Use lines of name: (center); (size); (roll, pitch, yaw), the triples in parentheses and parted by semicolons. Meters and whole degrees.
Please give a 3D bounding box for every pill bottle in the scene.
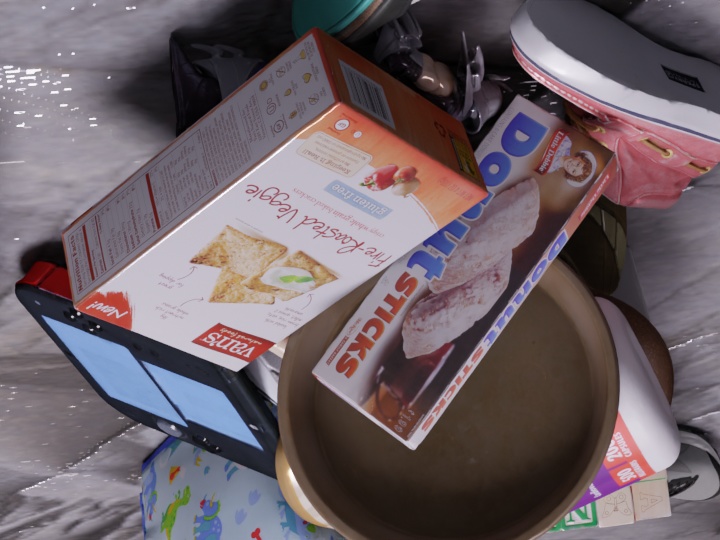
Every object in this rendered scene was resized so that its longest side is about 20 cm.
pill bottle: (0.087, 0.105, 0.948); (0.199, 0.113, 0.112); (-28, 142, 12)

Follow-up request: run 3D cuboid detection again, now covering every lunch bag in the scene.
lunch bag: (-0.087, 0.194, 1.192); (0.199, 0.171, 0.127); (-26, 140, 23)

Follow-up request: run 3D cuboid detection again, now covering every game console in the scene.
game console: (-0.133, 0.074, 1.047); (0.176, 0.031, 0.200); (23, 158, 28)

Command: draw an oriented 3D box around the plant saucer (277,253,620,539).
plant saucer: (0.050, 0.070, 0.886); (0.199, 0.201, 0.029); (-16, 160, 10)

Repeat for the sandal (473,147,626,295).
sandal: (0.113, -0.037, 0.991); (0.054, 0.081, 0.199); (10, 176, 41)

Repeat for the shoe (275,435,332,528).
shoe: (0.007, 0.156, 1.083); (0.053, 0.070, 0.200); (-7, 150, 28)

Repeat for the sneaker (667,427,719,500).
sneaker: (0.240, 0.173, 1.316); (0.199, 0.080, 0.074); (21, 134, -38)

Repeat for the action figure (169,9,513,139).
action figure: (-0.007, -0.096, 0.887); (0.198, 0.070, 0.131); (-6, 139, -10)

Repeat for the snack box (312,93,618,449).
snack box: (0.060, -0.001, 0.875); (0.200, 0.072, 0.024); (-53, 156, -6)

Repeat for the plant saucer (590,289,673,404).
plant saucer: (0.117, 0.100, 1.040); (0.199, 0.037, 0.201); (-3, 126, -4)

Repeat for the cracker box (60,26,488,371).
cracker box: (-0.048, -0.031, 0.851); (0.200, 0.058, 0.134); (-35, 143, 26)

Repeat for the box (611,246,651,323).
box: (0.103, 0.068, 1.117); (0.198, 0.098, 0.125); (-7, 145, -1)

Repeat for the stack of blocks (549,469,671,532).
stack of blocks: (0.133, 0.144, 1.207); (0.198, 0.116, 0.059); (-6, 179, -2)

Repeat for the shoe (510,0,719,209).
shoe: (0.147, -0.092, 0.917); (0.199, 0.072, 0.091); (14, 134, -36)

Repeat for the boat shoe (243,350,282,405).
boat shoe: (-0.061, 0.052, 1.037); (0.199, 0.072, 0.071); (36, 154, 4)

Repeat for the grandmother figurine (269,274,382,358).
grandmother figurine: (-0.041, 0.000, 0.966); (0.198, 0.122, 0.061); (10, 180, 7)

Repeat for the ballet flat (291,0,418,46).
ballet flat: (0.031, -0.179, 0.775); (0.068, 0.068, 0.200); (1, 146, -28)
